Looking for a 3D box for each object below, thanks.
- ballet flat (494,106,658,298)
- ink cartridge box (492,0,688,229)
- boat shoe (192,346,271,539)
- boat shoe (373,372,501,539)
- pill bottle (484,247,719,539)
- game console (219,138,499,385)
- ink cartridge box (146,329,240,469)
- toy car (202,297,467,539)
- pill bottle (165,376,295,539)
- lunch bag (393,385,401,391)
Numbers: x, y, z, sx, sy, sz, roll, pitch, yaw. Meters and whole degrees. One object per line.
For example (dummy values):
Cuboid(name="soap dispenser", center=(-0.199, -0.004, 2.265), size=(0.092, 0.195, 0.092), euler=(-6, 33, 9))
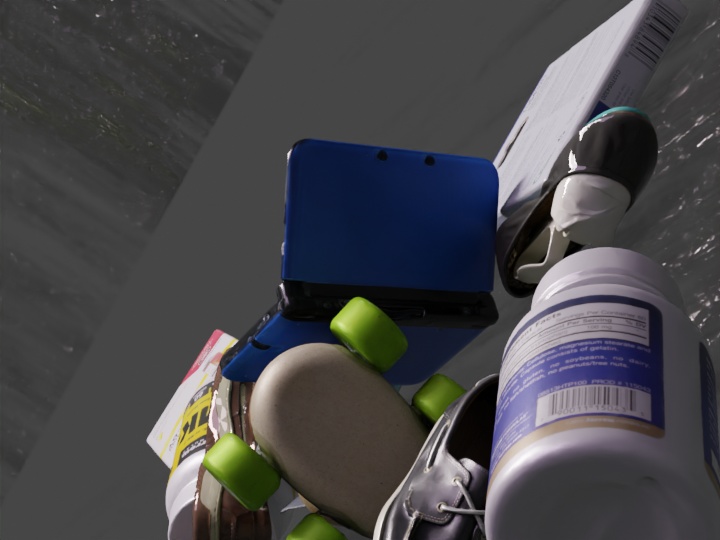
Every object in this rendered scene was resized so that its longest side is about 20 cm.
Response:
Cuboid(name="ballet flat", center=(0.155, -0.038, 1.309), size=(0.200, 0.068, 0.069), euler=(125, 162, -55))
Cuboid(name="ink cartridge box", center=(0.166, -0.113, 1.472), size=(0.197, 0.043, 0.200), euler=(-60, 8, -20))
Cuboid(name="boat shoe", center=(-0.088, 0.147, 1.496), size=(0.075, 0.074, 0.203), euler=(91, -176, -47))
Cuboid(name="boat shoe", center=(0.060, 0.150, 1.167), size=(0.068, 0.072, 0.200), euler=(-47, 14, 49))
Cuboid(name="pill bottle", center=(0.132, 0.078, 0.979), size=(0.120, 0.119, 0.200), euler=(-48, 15, 31))
Cuboid(name="game console", center=(0.000, 0.000, 1.402), size=(0.171, 0.199, 0.119), euler=(-44, 52, 44))
Cuboid(name="ink cartridge box", center=(-0.135, 0.147, 1.840), size=(0.146, 0.083, 0.200), euler=(-57, 13, -5))
Cuboid(name="toy car", center=(-0.018, 0.132, 1.360), size=(0.164, 0.158, 0.200), euler=(-46, -1, -11))
Cuboid(name="pill bottle", center=(-0.112, 0.183, 1.612), size=(0.114, 0.114, 0.200), euler=(-51, 15, 20))
Cuboid(name="lunch bag", center=(0.010, 0.016, 1.558), size=(0.201, 0.122, 0.170), euler=(-59, 12, 12))
